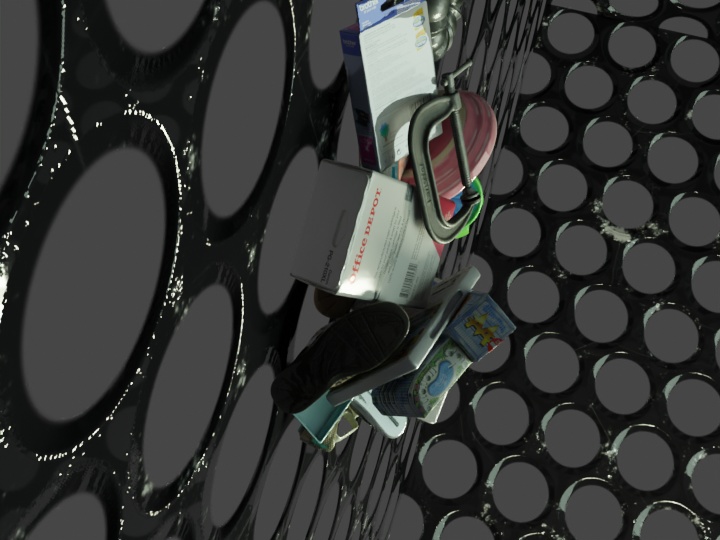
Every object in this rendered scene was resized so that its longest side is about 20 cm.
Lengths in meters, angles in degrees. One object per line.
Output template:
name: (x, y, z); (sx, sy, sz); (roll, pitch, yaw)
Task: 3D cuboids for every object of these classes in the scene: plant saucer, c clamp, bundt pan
plant saucer: (0.101, -0.185, 1.382); (0.051, 0.198, 0.204); (40, 61, -41)
c clamp: (0.114, -0.143, 1.177); (0.170, 0.027, 0.204); (-32, 119, -49)
bundt pan: (0.103, -0.386, 1.350); (0.202, 0.074, 0.206); (16, 89, -78)
plant saucer: (-0.025, 0.142, 1.333); (0.201, 0.070, 0.019); (-51, -158, -27)

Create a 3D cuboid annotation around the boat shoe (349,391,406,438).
boat shoe: (-0.008, 0.170, 1.392); (0.072, 0.061, 0.202); (-46, 113, -29)

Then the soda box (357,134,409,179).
soda box: (0.034, -0.209, 1.267); (0.201, 0.062, 0.069); (88, 21, -57)

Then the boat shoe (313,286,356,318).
boat shoe: (-0.009, -0.033, 1.276); (0.065, 0.071, 0.204); (53, 55, -84)

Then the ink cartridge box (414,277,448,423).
ink cartridge box: (0.102, 0.118, 1.502); (0.145, 0.083, 0.204); (-142, -107, -76)

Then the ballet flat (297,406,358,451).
ballet flat: (-0.033, 0.210, 1.436); (0.068, 0.075, 0.200); (-55, 180, 28)

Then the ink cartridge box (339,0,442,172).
ink cartridge box: (0.037, -0.233, 1.120); (0.119, 0.042, 0.203); (-34, 130, -34)

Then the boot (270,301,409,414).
boot: (-0.017, 0.094, 1.208); (0.199, 0.074, 0.151); (-40, -178, 14)

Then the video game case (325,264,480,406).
video game case: (0.055, 0.088, 1.252); (0.199, 0.023, 0.183); (-32, -165, 51)

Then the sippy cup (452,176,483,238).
sippy cup: (0.145, -0.155, 1.708); (0.131, 0.136, 0.181); (-94, -166, -59)

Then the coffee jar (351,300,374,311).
coffee jar: (0.054, -0.018, 1.497); (0.085, 0.103, 0.203); (-38, -153, 59)

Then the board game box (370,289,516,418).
board game box: (0.107, 0.097, 1.238); (0.200, 0.062, 0.199); (-47, -172, -19)

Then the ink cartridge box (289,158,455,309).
ink cartridge box: (0.018, -0.041, 1.166); (0.198, 0.083, 0.148); (12, 96, -54)

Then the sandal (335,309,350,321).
sandal: (0.000, 0.000, 1.346); (0.075, 0.044, 0.204); (113, -12, -75)
